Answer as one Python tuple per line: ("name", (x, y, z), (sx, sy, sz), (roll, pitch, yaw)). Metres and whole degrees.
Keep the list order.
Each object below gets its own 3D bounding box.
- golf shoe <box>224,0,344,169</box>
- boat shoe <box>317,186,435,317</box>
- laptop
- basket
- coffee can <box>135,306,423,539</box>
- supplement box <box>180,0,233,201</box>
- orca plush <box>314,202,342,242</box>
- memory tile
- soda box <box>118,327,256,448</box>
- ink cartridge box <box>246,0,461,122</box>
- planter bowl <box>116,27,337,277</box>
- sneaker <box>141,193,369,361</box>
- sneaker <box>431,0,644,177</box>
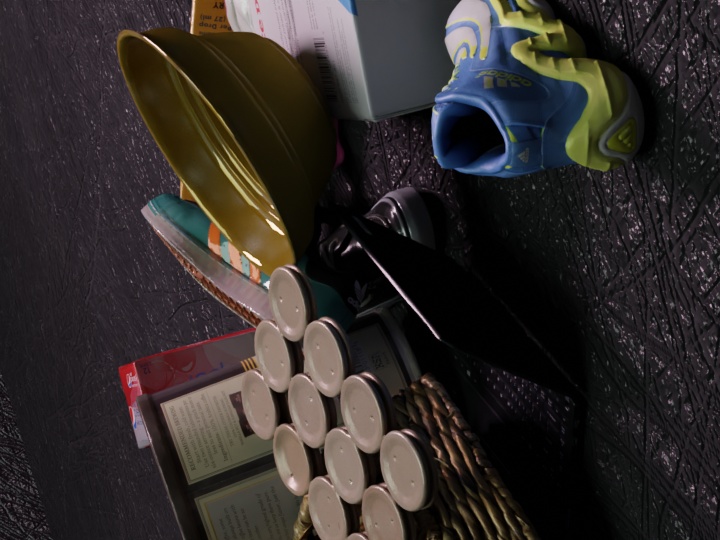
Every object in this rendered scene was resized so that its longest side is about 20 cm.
("golf shoe", (-0.050, -0.165, 1.398), (0.091, 0.075, 0.202), (35, 143, 49))
("boat shoe", (0.000, 0.000, 1.351), (0.200, 0.070, 0.073), (126, 127, -64))
("laptop", (0.059, 0.071, 1.191), (0.177, 0.102, 0.202), (-129, 31, -50))
("basket", (0.040, 0.190, 1.183), (0.201, 0.148, 0.143), (58, 177, 32))
("coffee can", (-0.049, 0.129, 1.340), (0.146, 0.198, 0.148), (161, 90, -82))
("supplement box", (-0.108, -0.156, 1.475), (0.069, 0.066, 0.202), (-100, 14, -72))
("orca plush", (-0.041, -0.024, 1.446), (0.200, 0.070, 0.106), (85, -177, -66))
("memory tile", (-0.017, 0.106, 1.170), (0.200, 0.017, 0.154), (54, 143, 34))
("soda box", (-0.088, 0.083, 1.455), (0.063, 0.198, 0.071), (160, 95, -69))
("ink cartridge box", (-0.007, -0.182, 1.231), (0.200, 0.083, 0.147), (-165, 62, -67))
("planter bowl", (-0.073, -0.097, 1.221), (0.201, 0.083, 0.201), (49, 163, 20))
("sneaker", (-0.075, -0.011, 1.325), (0.199, 0.080, 0.072), (35, 167, 30))
("sneaker", (0.073, -0.108, 1.033), (0.200, 0.104, 0.076), (-139, 40, -57))
